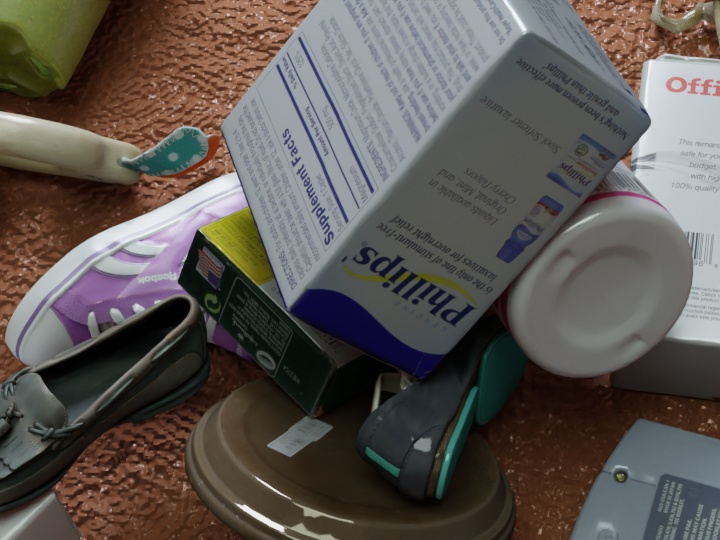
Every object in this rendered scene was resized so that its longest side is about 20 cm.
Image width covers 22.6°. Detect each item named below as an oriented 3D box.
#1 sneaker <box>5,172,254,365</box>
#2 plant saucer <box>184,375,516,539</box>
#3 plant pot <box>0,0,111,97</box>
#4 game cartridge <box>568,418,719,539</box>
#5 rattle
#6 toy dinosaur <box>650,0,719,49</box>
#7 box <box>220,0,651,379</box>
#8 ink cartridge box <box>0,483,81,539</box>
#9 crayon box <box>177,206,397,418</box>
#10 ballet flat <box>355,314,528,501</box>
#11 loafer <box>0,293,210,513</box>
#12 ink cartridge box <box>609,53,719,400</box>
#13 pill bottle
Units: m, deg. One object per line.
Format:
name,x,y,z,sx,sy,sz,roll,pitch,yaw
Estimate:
sneaker,-0.123,0.025,1.155,0.199,0.073,0.115,-31,64,-12
plant saucer,-0.003,0.112,1.045,0.198,0.030,0.201,11,25,-5
plant pot,-0.237,-0.231,1.260,0.198,0.201,0.186,13,74,14
game cartridge,0.181,0.190,1.045,0.132,0.042,0.201,12,62,18
rattle,-0.201,-0.039,1.203,0.198,0.130,0.144,13,70,-17
toy dinosaur,0.255,-0.188,1.241,0.100,0.058,0.202,15,63,13
box,0.034,-0.080,1.004,0.200,0.104,0.185,-48,36,19
ink cartridge box,-0.289,0.177,1.075,0.145,0.084,0.200,35,68,22
crayon box,0.000,0.000,1.126,0.127,0.051,0.199,43,43,21
ballet flat,0.047,0.067,1.052,0.072,0.074,0.200,16,26,15
loafer,-0.175,0.072,1.054,0.199,0.063,0.072,-30,58,-30
ink cartridge box,0.238,-0.025,1.131,0.143,0.084,0.202,7,64,10
pill bottle,0.106,-0.036,1.073,0.112,0.114,0.200,-22,36,-6
